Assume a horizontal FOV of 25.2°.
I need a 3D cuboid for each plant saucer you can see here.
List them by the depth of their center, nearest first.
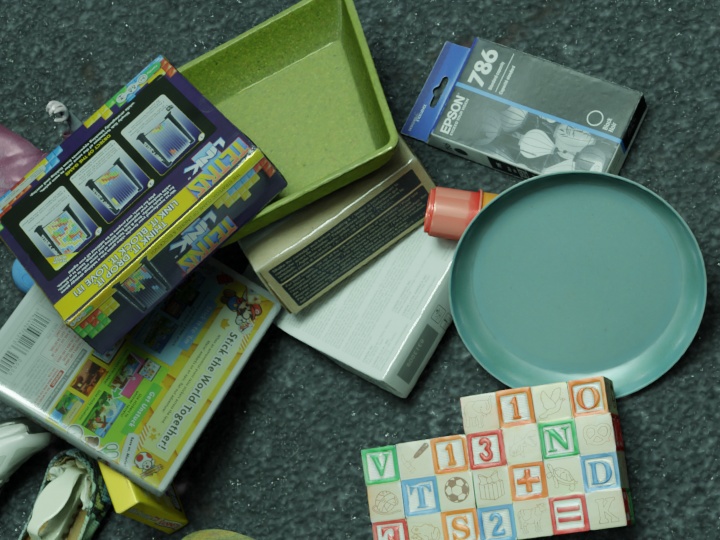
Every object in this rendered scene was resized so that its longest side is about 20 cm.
[{"bbox_3d":[0.169,0.011,1.262,0.199,0.027,0.201,3,115,6],"label":"plant saucer"},{"bbox_3d":[-0.069,-0.117,1.325,0.199,0.048,0.200,-26,51,12],"label":"plant saucer"}]

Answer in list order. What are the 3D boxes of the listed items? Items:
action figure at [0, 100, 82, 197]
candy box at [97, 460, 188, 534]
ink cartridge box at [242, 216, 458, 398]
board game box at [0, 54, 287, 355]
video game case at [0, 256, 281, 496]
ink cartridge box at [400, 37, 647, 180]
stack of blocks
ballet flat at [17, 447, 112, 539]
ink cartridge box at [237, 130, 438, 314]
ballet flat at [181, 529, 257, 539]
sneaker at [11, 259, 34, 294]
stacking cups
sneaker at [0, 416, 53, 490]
[{"bbox_3d":[-0.289,-0.072,1.469,0.199,0.149,0.134,14,74,0],"label":"action figure"},{"bbox_3d":[-0.207,0.122,1.362,0.026,0.102,0.200,-29,65,10],"label":"candy box"},{"bbox_3d":[0.000,0.000,1.381,0.200,0.047,0.160,24,80,41],"label":"ink cartridge box"},{"bbox_3d":[-0.181,-0.056,1.279,0.200,0.057,0.165,-42,50,-3],"label":"board game box"},{"bbox_3d":[-0.189,0.057,1.321,0.182,0.023,0.200,31,62,1],"label":"video game case"},{"bbox_3d":[0.135,-0.134,1.377,0.200,0.039,0.100,21,80,24],"label":"ink cartridge box"},{"bbox_3d":[0.106,0.155,1.262,0.199,0.059,0.116,-11,80,14],"label":"stack of blocks"},{"bbox_3d":[-0.272,0.239,1.362,0.074,0.074,0.200,17,78,22],"label":"ballet flat"},{"bbox_3d":[-0.046,-0.088,1.374,0.165,0.075,0.200,-36,49,2],"label":"ink cartridge box"},{"bbox_3d":[-0.077,0.262,1.292,0.200,0.071,0.071,28,82,24],"label":"ballet flat"},{"bbox_3d":[-0.231,-0.005,1.429,0.200,0.078,0.066,5,75,21],"label":"sneaker"},{"bbox_3d":[0.151,-0.029,1.292,0.199,0.061,0.061,7,73,2],"label":"stacking cups"},{"bbox_3d":[-0.333,0.213,1.398,0.200,0.076,0.116,-31,74,14],"label":"sneaker"}]
